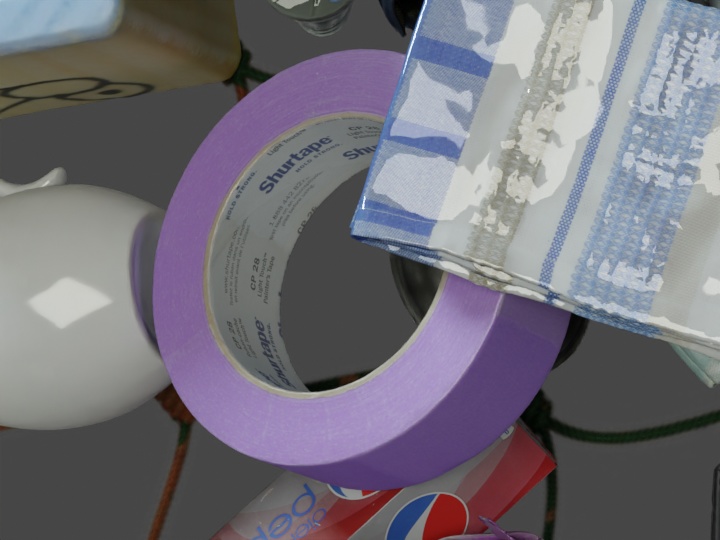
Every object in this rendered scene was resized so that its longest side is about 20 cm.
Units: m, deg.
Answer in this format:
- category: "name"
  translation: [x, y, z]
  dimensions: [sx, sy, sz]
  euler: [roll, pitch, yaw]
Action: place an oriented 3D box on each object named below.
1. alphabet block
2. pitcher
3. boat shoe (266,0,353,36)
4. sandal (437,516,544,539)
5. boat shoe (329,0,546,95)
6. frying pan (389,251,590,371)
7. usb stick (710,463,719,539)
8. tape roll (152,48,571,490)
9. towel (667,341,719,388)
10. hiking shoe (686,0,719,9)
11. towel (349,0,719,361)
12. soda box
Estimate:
- category: "alphabet block"
  translation: [-0.185, -0.183, 1.129]
  dimensions: [0.195, 0.200, 0.197]
  euler: [-7, 87, 12]
- category: "pitcher"
  translation: [-0.185, 0.000, 1.174]
  dimensions: [0.200, 0.121, 0.172]
  euler: [-9, 71, 23]
- category: "boat shoe"
  translation: [-0.042, -0.219, 1.169]
  dimensions: [0.074, 0.065, 0.202]
  euler: [-16, 83, 0]
- category: "sandal"
  translation: [0.056, 0.142, 1.067]
  dimensions: [0.082, 0.202, 0.050]
  euler: [27, 107, 42]
- category: "boat shoe"
  translation: [0.036, -0.143, 1.061]
  dimensions: [0.200, 0.069, 0.084]
  euler: [36, 138, 28]
- category: "frying pan"
  translation: [0.092, -0.013, 1.107]
  dimensions: [0.190, 0.031, 0.115]
  euler: [-25, 97, 40]
- category: "usb stick"
  translation: [0.195, 0.187, 1.117]
  dimensions: [0.055, 0.033, 0.200]
  euler: [1, 89, 20]
- category: "tape roll"
  translation: [0.000, 0.000, 1.085]
  dimensions: [0.200, 0.066, 0.200]
  euler: [-11, 68, 30]
- category: "towel"
  translation: [0.181, -0.061, 1.121]
  dimensions: [0.171, 0.048, 0.200]
  euler: [-40, 80, 6]
- category: "hiking shoe"
  translation: [0.158, -0.124, 1.076]
  dimensions: [0.200, 0.101, 0.076]
  euler: [35, 138, 29]
- category: "towel"
  translation: [0.106, -0.052, 0.990]
  dimensions: [0.200, 0.024, 0.147]
  euler: [18, 86, 14]
- category: "soda box"
  translation: [-0.005, 0.129, 1.123]
  dimensions: [0.200, 0.063, 0.070]
  euler: [-43, 41, 2]
